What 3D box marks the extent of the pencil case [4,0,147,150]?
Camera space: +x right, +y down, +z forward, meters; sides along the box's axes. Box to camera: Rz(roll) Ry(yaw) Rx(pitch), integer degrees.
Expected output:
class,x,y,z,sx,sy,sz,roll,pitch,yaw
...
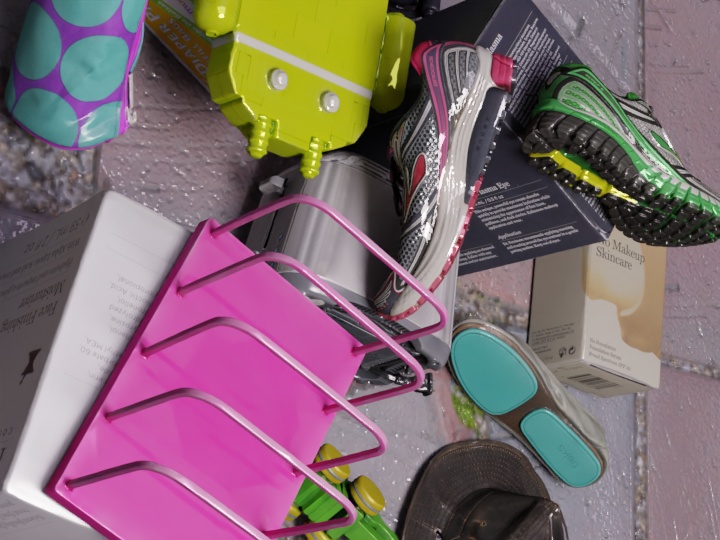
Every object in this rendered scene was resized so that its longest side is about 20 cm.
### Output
class,x,y,z,sx,sy,sz,roll,pitch,yaw
pencil case,-0.171,-0.184,1.110,0.092,0.201,0.085,21,27,-2

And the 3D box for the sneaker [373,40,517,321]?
class,x,y,z,sx,sy,sz,roll,pitch,yaw
sneaker,0.048,-0.062,1.165,0.074,0.081,0.201,19,99,4

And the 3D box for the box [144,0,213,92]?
class,x,y,z,sx,sy,sz,roll,pitch,yaw
box,-0.097,-0.217,1.227,0.200,0.112,0.102,46,57,-23

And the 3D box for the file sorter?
class,x,y,z,sx,sy,sz,roll,pitch,yaw
file sorter,-0.055,0.076,0.960,0.139,0.125,0.201,40,58,-21

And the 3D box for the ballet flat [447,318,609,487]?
class,x,y,z,sx,sy,sz,roll,pitch,yaw
ballet flat,0.138,0.102,1.397,0.200,0.067,0.064,48,26,-22

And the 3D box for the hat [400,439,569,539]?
class,x,y,z,sx,sy,sz,roll,pitch,yaw
hat,0.119,0.229,1.326,0.200,0.081,0.202,12,71,-37

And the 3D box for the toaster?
class,x,y,z,sx,sy,sz,roll,pitch,yaw
toaster,0.000,0.000,1.260,0.199,0.113,0.130,27,61,-31

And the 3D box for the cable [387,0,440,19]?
class,x,y,z,sx,sy,sz,roll,pitch,yaw
cable,0.004,-0.297,1.375,0.200,0.051,0.164,38,58,-27

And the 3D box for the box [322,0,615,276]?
class,x,y,z,sx,sy,sz,roll,pitch,yaw
box,0.088,-0.102,1.301,0.182,0.199,0.104,46,56,-24

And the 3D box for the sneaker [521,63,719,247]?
class,x,y,z,sx,sy,sz,roll,pitch,yaw
sneaker,0.208,-0.082,1.215,0.199,0.078,0.086,34,60,-30

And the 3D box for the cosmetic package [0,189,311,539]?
class,x,y,z,sx,sy,sz,roll,pitch,yaw
cosmetic package,-0.160,0.087,1.062,0.164,0.164,0.201,29,61,-27

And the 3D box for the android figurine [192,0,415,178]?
class,x,y,z,sx,sy,sz,roll,pitch,yaw
android figurine,-0.041,-0.165,1.169,0.181,0.041,0.202,22,70,-34

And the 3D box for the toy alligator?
class,x,y,z,sx,sy,sz,roll,pitch,yaw
toy alligator,-0.008,0.181,1.251,0.200,0.059,0.054,45,14,-24

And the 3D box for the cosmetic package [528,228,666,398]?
class,x,y,z,sx,sy,sz,roll,pitch,yaw
cosmetic package,0.211,0.001,1.467,0.105,0.071,0.202,19,68,-36
